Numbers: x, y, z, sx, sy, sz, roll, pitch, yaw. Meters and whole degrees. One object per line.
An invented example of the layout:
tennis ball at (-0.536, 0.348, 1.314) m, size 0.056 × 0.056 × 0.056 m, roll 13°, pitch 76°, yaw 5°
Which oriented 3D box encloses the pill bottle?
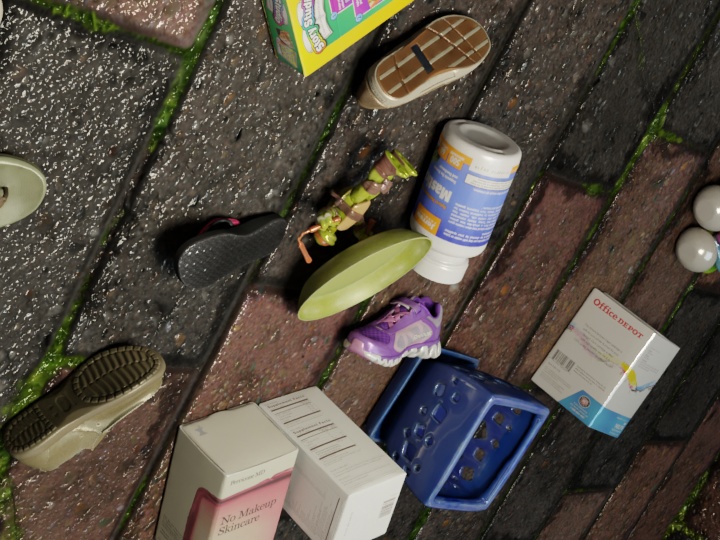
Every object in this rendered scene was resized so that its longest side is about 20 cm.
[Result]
pill bottle at (0.130, -0.088, 1.722) m, size 0.111 × 0.112 × 0.202 m, roll -9°, pitch 128°, yaw -45°

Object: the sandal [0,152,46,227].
sandal at (-0.378, -0.060, 1.190) m, size 0.199 × 0.057 × 0.081 m, roll -10°, pitch 129°, yaw -45°

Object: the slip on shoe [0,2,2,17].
slip on shoe at (-0.383, -0.188, 1.040) m, size 0.198 × 0.076 × 0.061 m, roll -30°, pitch 148°, yaw -18°

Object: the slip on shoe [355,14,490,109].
slip on shoe at (0.075, -0.246, 1.560) m, size 0.199 × 0.077 × 0.060 m, roll -37°, pitch -175°, yaw -34°

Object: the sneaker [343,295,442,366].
sneaker at (0.053, 0.078, 1.825) m, size 0.199 × 0.080 × 0.090 m, roll -6°, pitch 120°, yaw -53°

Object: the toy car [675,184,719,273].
toy car at (0.689, -0.068, 2.372) m, size 0.174 × 0.150 × 0.202 m, roll -15°, pitch 133°, yaw -42°

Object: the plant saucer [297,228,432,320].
plant saucer at (0.000, 0.000, 1.661) m, size 0.198 × 0.031 × 0.200 m, roll -28°, pitch 167°, yaw -7°

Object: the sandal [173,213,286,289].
sandal at (-0.159, -0.031, 1.502) m, size 0.199 × 0.045 × 0.076 m, roll -23°, pitch 145°, yaw -57°

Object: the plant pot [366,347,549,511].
plant pot at (0.137, 0.231, 1.967) m, size 0.199 × 0.179 × 0.201 m, roll 17°, pitch 108°, yaw -55°

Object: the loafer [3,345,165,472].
loafer at (-0.308, 0.157, 1.468) m, size 0.198 × 0.076 × 0.068 m, roll -30°, pitch 143°, yaw -14°

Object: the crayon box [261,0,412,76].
crayon box at (-0.028, -0.332, 1.353) m, size 0.172 × 0.058 × 0.201 m, roll -37°, pitch 144°, yaw -19°

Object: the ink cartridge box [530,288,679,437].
ink cartridge box at (0.435, 0.164, 2.291) m, size 0.201 × 0.146 × 0.146 m, roll -55°, pitch 146°, yaw 7°

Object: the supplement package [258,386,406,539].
supplement package at (-0.052, 0.269, 1.757) m, size 0.109 × 0.200 × 0.115 m, roll -13°, pitch 132°, yaw -42°

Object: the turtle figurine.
turtle figurine at (-0.004, -0.082, 1.609) m, size 0.161 × 0.065 × 0.199 m, roll -43°, pitch 161°, yaw 14°

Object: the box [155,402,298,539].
box at (-0.179, 0.297, 1.715) m, size 0.127 × 0.109 × 0.202 m, roll -15°, pitch 132°, yaw -41°
